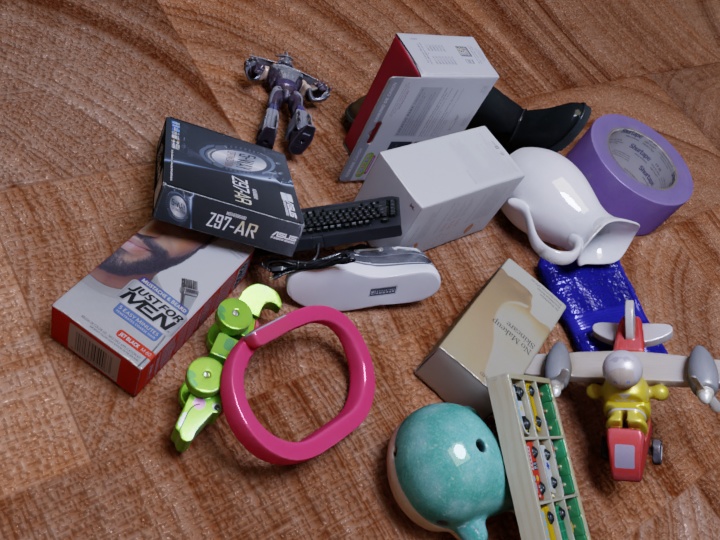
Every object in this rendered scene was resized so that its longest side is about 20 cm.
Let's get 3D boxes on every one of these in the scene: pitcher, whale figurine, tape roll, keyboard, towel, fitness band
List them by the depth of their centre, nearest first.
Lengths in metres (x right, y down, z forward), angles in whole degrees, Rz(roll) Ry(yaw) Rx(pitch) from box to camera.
[{"bbox_3d":[-0.060,0.116,0.744,0.200,0.037,0.144,-23,90,-51],"label":"fitness band"},{"bbox_3d":[0.128,0.213,0.759,0.199,0.104,0.160,22,48,-20],"label":"whale figurine"},{"bbox_3d":[-0.050,-0.042,0.843,0.199,0.021,0.128,-9,41,7],"label":"keyboard"},{"bbox_3d":[0.350,0.059,1.016,0.147,0.050,0.201,-4,58,-29],"label":"towel"},{"bbox_3d":[0.268,-0.087,1.020,0.171,0.122,0.200,-13,48,-36],"label":"pitcher"},{"bbox_3d":[0.451,-0.163,1.207,0.199,0.085,0.201,12,52,-16],"label":"tape roll"}]

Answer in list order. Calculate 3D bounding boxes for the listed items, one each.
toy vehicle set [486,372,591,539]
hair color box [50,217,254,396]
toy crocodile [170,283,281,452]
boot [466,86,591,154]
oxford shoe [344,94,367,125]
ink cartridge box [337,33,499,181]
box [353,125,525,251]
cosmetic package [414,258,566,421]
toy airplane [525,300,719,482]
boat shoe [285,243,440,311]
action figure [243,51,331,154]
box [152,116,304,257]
[{"bbox_3d":[0.194,0.214,0.766,0.124,0.026,0.201,15,59,-53],"label":"toy vehicle set"},{"bbox_3d":[-0.216,0.021,0.764,0.111,0.064,0.200,34,47,2],"label":"hair color box"},{"bbox_3d":[-0.141,0.095,0.741,0.061,0.068,0.201,25,49,-7],"label":"toy crocodile"},{"bbox_3d":[0.233,-0.242,1.093,0.162,0.198,0.074,33,73,-13],"label":"boot"},{"bbox_3d":[0.059,-0.267,1.095,0.199,0.085,0.073,-27,72,-36],"label":"oxford shoe"},{"bbox_3d":[0.060,-0.219,0.980,0.175,0.200,0.084,-8,59,-31],"label":"ink cartridge box"},{"bbox_3d":[0.103,-0.104,0.968,0.199,0.125,0.098,-20,66,-36],"label":"box"},{"bbox_3d":[0.167,0.085,0.894,0.105,0.071,0.200,40,49,5],"label":"cosmetic package"},{"bbox_3d":[0.325,0.125,0.866,0.200,0.141,0.199,-40,53,1],"label":"toy airplane"},{"bbox_3d":[0.000,0.000,0.878,0.199,0.072,0.068,-4,44,-20],"label":"boat shoe"},{"bbox_3d":[-0.105,-0.249,1.015,0.129,0.070,0.201,7,50,-15],"label":"action figure"},{"bbox_3d":[-0.158,-0.103,0.837,0.159,0.044,0.200,16,27,-22],"label":"box"}]
